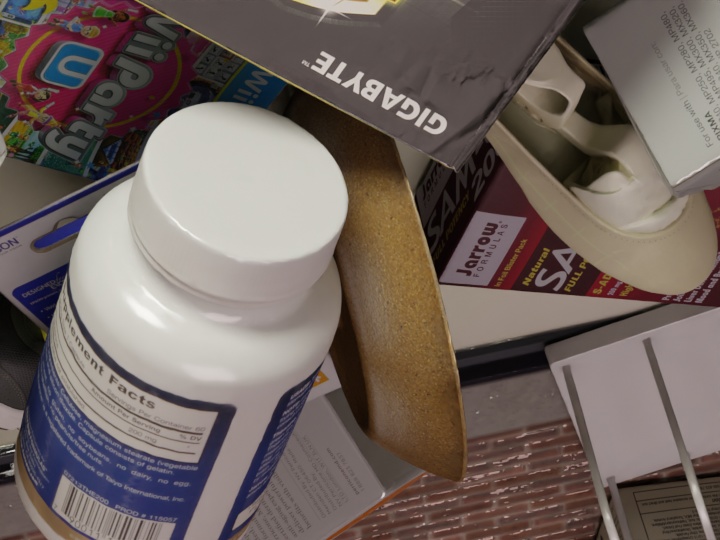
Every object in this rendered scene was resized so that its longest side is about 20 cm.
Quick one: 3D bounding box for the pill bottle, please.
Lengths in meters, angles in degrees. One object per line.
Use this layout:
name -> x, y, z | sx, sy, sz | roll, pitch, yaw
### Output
pill bottle -> -0.072, 0.029, 0.948 | 0.110, 0.111, 0.201 | 3, 139, -20

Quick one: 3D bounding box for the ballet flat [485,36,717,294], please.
ballet flat -> 0.091, -0.062, 1.005 | 0.200, 0.070, 0.069 | 41, 122, -13

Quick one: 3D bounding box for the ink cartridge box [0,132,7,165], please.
ink cartridge box -> -0.257, -0.049, 0.837 | 0.199, 0.145, 0.146 | -10, 123, 18

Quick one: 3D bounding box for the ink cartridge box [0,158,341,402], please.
ink cartridge box -> -0.089, 0.012, 1.038 | 0.094, 0.037, 0.200 | -24, 143, 14

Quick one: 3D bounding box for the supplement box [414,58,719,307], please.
supplement box -> 0.138, -0.040, 1.119 | 0.199, 0.061, 0.109 | 5, 139, -20

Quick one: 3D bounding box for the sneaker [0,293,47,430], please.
sneaker -> -0.128, 0.032, 1.131 | 0.199, 0.075, 0.085 | 18, 127, -46

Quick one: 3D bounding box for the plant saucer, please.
plant saucer -> 0.000, 0.000, 1.010 | 0.035, 0.201, 0.201 | -16, 143, -7

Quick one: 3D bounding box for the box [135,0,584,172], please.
box -> -0.002, -0.147, 0.853 | 0.199, 0.049, 0.160 | 27, 112, -24

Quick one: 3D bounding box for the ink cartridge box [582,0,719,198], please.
ink cartridge box -> 0.210, -0.120, 0.973 | 0.199, 0.083, 0.146 | -32, 173, 22

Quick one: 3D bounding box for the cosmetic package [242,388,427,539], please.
cosmetic package -> -0.055, 0.126, 1.226 | 0.200, 0.071, 0.101 | -37, 173, 28

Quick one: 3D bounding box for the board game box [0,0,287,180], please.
board game box -> -0.123, -0.116, 0.944 | 0.199, 0.065, 0.148 | 14, 135, -32

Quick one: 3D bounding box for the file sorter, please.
file sorter -> 0.223, 0.094, 1.262 | 0.199, 0.125, 0.139 | -19, 143, 6

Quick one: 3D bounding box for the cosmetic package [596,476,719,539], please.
cosmetic package -> 0.214, 0.223, 1.357 | 0.104, 0.201, 0.071 | -4, 142, -12
